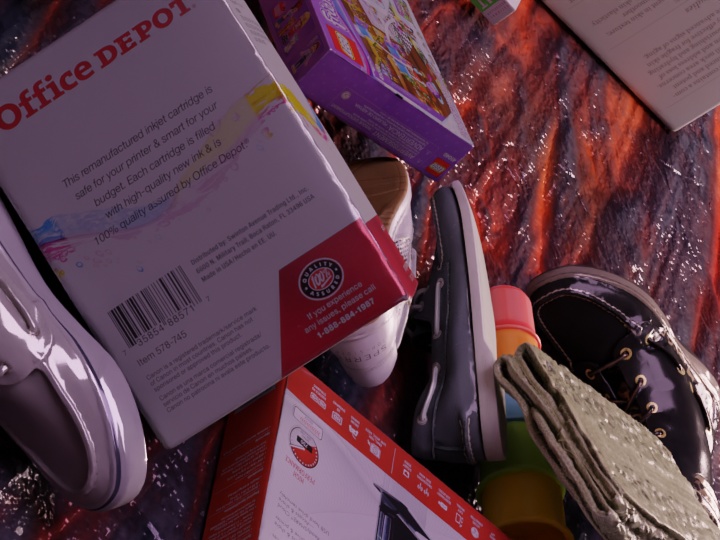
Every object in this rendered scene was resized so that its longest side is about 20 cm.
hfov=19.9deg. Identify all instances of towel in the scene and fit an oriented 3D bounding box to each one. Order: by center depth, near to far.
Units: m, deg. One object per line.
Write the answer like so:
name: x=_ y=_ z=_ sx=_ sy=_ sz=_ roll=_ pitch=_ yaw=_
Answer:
towel: x=0.162 y=0.130 z=1.268 sx=0.200 sy=0.036 sz=0.149 roll=33 pitch=21 yaw=-47

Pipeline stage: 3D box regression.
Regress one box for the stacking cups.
stacking cups: x=0.103 y=0.094 z=1.320 sx=0.060 sy=0.060 sz=0.201 roll=35 pitch=38 yaw=-33

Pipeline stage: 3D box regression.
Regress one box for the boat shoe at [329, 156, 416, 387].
boat shoe: x=0.000 y=0.000 z=1.262 sx=0.201 sy=0.070 sz=0.070 roll=-81 pitch=157 yaw=-57

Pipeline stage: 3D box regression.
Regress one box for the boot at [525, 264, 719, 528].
boot: x=0.189 y=0.100 z=1.433 sx=0.200 sy=0.073 sz=0.151 roll=44 pitch=34 yaw=-33

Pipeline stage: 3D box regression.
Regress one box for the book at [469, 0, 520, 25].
book: x=0.060 y=-0.301 z=1.614 sx=0.200 sy=0.048 sz=0.134 roll=45 pitch=35 yaw=-19

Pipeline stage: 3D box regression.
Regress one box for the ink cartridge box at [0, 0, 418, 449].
ink cartridge box: x=-0.083 y=-0.037 z=1.050 sx=0.201 sy=0.145 sz=0.145 roll=59 pitch=5 yaw=-1

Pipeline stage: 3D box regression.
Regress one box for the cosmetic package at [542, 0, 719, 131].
cosmetic package: x=0.273 y=-0.266 z=1.768 sx=0.200 sy=0.167 sz=0.167 roll=41 pitch=35 yaw=-28

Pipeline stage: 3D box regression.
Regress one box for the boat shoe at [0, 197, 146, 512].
boat shoe: x=-0.175 y=0.031 z=0.975 sx=0.066 sy=0.072 sz=0.201 roll=-22 pitch=82 yaw=-54

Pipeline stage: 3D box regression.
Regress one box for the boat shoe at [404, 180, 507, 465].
boat shoe: x=0.053 y=0.031 z=1.298 sx=0.073 sy=0.061 sz=0.201 roll=67 pitch=15 yaw=-57

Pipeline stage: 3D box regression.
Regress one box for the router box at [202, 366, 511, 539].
router box: x=0.002 y=0.176 z=1.120 sx=0.200 sy=0.049 sz=0.180 roll=41 pitch=35 yaw=-27

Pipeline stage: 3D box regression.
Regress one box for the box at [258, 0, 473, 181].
box: x=-0.009 y=-0.160 z=1.355 sx=0.136 sy=0.039 sz=0.201 roll=31 pitch=26 yaw=-37
